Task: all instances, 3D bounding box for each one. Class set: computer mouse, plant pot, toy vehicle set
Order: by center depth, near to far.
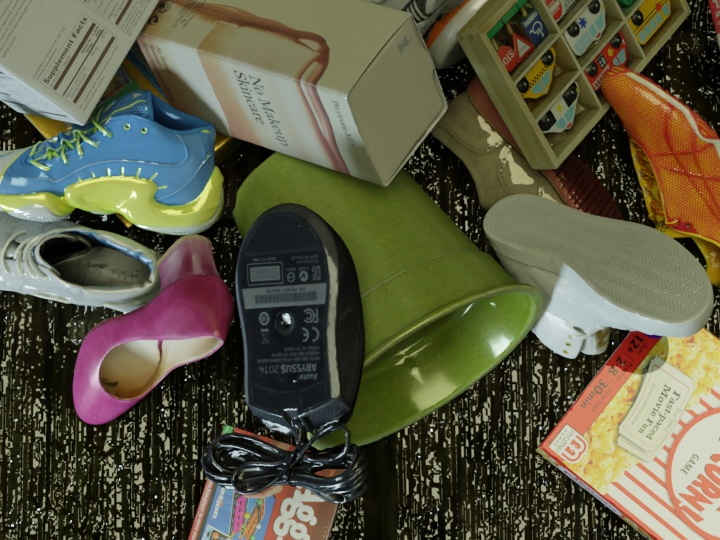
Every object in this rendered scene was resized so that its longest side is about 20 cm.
[{"bbox_3d":[-0.042,0.055,1.429,0.138,0.053,0.201,2,90,34],"label":"computer mouse"},{"bbox_3d":[0.000,0.000,1.541,0.200,0.200,0.190,-32,70,-5],"label":"plant pot"},{"bbox_3d":[0.164,-0.186,1.570,0.200,0.026,0.124,-48,118,-29],"label":"toy vehicle set"}]

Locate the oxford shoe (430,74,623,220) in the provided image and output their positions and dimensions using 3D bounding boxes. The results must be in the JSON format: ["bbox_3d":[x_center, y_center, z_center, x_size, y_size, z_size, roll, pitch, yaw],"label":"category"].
[{"bbox_3d":[0.136,-0.059,1.608,0.075,0.070,0.200,-40,87,26],"label":"oxford shoe"}]

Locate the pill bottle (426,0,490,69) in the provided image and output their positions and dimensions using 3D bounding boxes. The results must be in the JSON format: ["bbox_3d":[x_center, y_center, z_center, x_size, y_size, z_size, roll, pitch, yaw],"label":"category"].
[{"bbox_3d":[0.034,-0.264,1.606,0.114,0.114,0.200,-42,83,-6],"label":"pill bottle"}]

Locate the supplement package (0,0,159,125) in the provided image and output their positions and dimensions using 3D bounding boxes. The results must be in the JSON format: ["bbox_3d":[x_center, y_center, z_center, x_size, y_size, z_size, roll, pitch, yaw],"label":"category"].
[{"bbox_3d":[-0.220,-0.224,1.523,0.111,0.156,0.200,35,81,-27],"label":"supplement package"}]

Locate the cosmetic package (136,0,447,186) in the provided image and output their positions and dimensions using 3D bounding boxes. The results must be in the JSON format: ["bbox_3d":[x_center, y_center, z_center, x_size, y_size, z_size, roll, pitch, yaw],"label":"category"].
[{"bbox_3d":[-0.051,-0.144,1.492,0.200,0.103,0.087,18,60,34],"label":"cosmetic package"}]

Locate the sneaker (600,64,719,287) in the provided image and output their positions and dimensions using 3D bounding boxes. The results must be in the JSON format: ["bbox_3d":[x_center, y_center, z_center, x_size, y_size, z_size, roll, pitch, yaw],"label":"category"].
[{"bbox_3d":[0.240,-0.068,1.568,0.077,0.073,0.200,-40,105,-5],"label":"sneaker"}]

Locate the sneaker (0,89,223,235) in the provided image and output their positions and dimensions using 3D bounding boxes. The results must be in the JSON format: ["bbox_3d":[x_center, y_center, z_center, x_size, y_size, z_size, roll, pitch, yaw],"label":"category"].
[{"bbox_3d":[-0.196,-0.091,1.533,0.199,0.076,0.105,6,114,-9],"label":"sneaker"}]

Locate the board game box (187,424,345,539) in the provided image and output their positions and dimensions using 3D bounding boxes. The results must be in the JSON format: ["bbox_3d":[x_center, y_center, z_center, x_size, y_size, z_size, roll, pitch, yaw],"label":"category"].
[{"bbox_3d":[-0.084,0.227,1.575,0.103,0.019,0.201,16,81,2],"label":"board game box"}]

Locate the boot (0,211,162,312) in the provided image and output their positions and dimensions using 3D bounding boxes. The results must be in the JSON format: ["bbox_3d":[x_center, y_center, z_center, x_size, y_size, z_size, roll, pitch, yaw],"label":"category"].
[{"bbox_3d":[-0.240,-0.016,1.576,0.199,0.096,0.074,10,81,2],"label":"boot"}]

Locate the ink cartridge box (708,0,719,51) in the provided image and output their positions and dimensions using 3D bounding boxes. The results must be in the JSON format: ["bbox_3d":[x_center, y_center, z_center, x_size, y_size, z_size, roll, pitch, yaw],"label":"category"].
[{"bbox_3d":[0.357,-0.139,1.571,0.144,0.084,0.201,-5,79,-31],"label":"ink cartridge box"}]

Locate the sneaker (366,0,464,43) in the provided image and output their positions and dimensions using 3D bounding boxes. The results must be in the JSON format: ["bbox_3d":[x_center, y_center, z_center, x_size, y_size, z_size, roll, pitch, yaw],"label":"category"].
[{"bbox_3d":[0.010,-0.208,1.522,0.115,0.200,0.075,42,48,9],"label":"sneaker"}]

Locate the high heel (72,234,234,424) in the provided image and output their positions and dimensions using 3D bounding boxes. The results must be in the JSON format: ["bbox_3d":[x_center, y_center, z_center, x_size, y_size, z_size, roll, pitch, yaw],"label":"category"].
[{"bbox_3d":[-0.153,0.071,1.523,0.067,0.200,0.096,20,38,-33],"label":"high heel"}]

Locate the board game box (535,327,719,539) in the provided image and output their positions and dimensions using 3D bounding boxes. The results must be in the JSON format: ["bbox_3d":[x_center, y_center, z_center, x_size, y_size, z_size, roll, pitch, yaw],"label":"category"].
[{"bbox_3d":[0.257,0.139,1.573,0.200,0.046,0.152,38,83,6],"label":"board game box"}]

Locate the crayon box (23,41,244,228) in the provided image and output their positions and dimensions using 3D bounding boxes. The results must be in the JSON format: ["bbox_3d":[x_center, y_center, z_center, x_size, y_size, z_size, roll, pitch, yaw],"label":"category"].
[{"bbox_3d":[-0.144,-0.139,1.619,0.200,0.052,0.126,-42,83,-7],"label":"crayon box"}]

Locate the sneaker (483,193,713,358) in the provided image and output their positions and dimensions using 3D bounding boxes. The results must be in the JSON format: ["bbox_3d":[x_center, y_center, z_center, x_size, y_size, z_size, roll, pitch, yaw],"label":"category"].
[{"bbox_3d":[0.186,0.022,1.534,0.074,0.116,0.200,-43,46,-21],"label":"sneaker"}]
